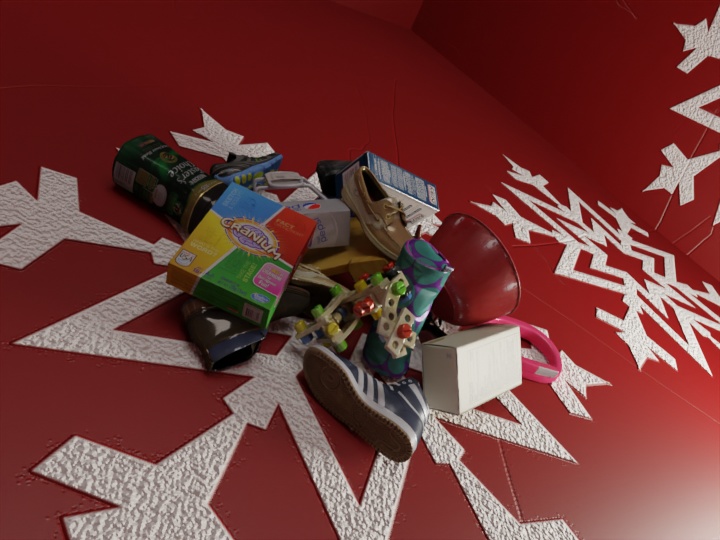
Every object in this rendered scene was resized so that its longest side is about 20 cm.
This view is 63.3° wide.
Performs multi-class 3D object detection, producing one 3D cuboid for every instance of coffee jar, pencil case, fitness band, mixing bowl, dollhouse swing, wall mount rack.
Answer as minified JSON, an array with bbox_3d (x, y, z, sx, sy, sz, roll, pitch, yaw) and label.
[{"bbox_3d":[-0.305,-0.138,0.974,0.197,0.087,0.105,33,30,3],"label":"coffee jar"},{"bbox_3d":[0.072,0.061,0.904,0.090,0.205,0.085,10,24,-29],"label":"pencil case"},{"bbox_3d":[0.317,0.152,1.156,0.194,0.038,0.145,20,30,-20],"label":"fitness band"},{"bbox_3d":[0.167,0.017,1.008,0.107,0.203,0.201,-31,60,-22],"label":"mixing bowl"},{"bbox_3d":[0.000,0.000,1.065,0.184,0.172,0.202,55,21,-25],"label":"dollhouse swing"},{"bbox_3d":[-0.115,-0.140,1.088,0.167,0.078,0.200,-2,17,-11],"label":"wall mount rack"}]

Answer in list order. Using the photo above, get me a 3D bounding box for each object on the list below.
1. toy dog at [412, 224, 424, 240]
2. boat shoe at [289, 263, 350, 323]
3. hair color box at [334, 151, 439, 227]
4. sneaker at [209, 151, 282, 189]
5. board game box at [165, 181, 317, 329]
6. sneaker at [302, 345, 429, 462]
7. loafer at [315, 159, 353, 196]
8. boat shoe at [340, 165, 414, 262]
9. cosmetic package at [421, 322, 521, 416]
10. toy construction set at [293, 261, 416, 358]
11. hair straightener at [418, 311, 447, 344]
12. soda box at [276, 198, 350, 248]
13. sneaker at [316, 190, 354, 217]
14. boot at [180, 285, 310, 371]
[{"bbox_3d":[0.157,-0.032,1.216,0.194,0.098,0.134,10,36,-31],"label":"toy dog"},{"bbox_3d":[-0.087,0.022,0.932,0.194,0.075,0.067,22,35,-15],"label":"boat shoe"},{"bbox_3d":[0.053,-0.150,1.133,0.196,0.099,0.063,18,57,-41],"label":"hair color box"},{"bbox_3d":[-0.222,-0.207,1.161,0.082,0.072,0.199,40,34,10],"label":"sneaker"},{"bbox_3d":[-0.162,-0.029,0.837,0.149,0.041,0.203,24,43,-2],"label":"board game box"},{"bbox_3d":[0.013,0.169,0.826,0.199,0.071,0.108,41,31,13],"label":"sneaker"},{"bbox_3d":[0.001,-0.194,1.186,0.194,0.074,0.073,3,43,-32],"label":"loafer"},{"bbox_3d":[0.037,-0.094,0.968,0.073,0.067,0.201,-7,49,-47],"label":"boat shoe"},{"bbox_3d":[0.185,0.154,0.951,0.070,0.110,0.196,1,4,43],"label":"cosmetic package"},{"bbox_3d":[0.004,0.059,0.818,0.131,0.196,0.094,-40,115,-36],"label":"toy construction set"},{"bbox_3d":[0.118,0.098,1.054,0.076,0.042,0.199,-23,53,-42],"label":"hair straightener"},{"bbox_3d":[-0.116,-0.075,0.979,0.193,0.066,0.068,-6,26,-18],"label":"soda box"},{"bbox_3d":[0.002,-0.105,1.201,0.194,0.082,0.117,22,29,-17],"label":"sneaker"},{"bbox_3d":[-0.146,0.082,0.822,0.194,0.076,0.099,-7,55,-32],"label":"boot"}]
